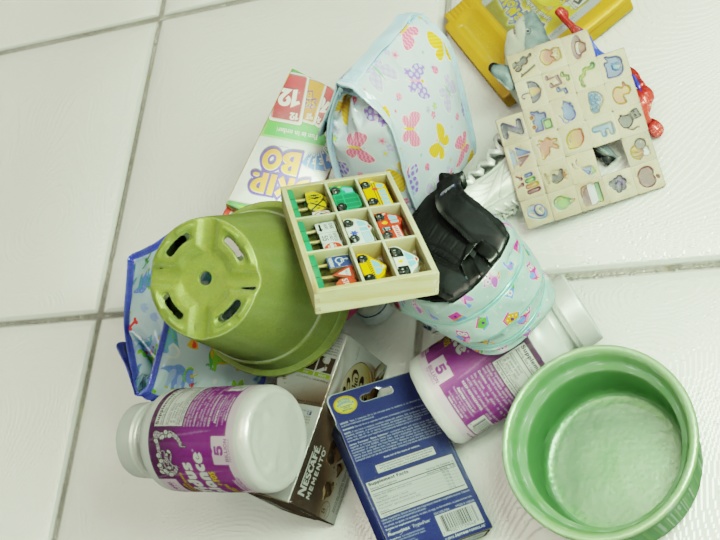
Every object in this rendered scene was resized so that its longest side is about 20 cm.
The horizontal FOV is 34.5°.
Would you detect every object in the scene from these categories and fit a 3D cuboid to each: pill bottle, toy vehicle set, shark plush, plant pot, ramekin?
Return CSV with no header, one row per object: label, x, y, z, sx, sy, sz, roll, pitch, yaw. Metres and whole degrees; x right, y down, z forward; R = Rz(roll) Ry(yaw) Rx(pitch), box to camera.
pill bottle,0.161,0.093,1.270,0.199,0.112,0.113,-34,55,8
toy vehicle set,-0.005,-0.033,1.184,0.123,0.027,0.201,-10,36,-9
shark plush,0.231,-0.209,1.371,0.083,0.091,0.201,-40,66,16
plant pot,-0.129,0.015,1.240,0.198,0.190,0.203,-1,86,16
pill bottle,-0.167,0.183,1.256,0.198,0.112,0.113,-7,63,34
ramekin,0.253,0.187,1.184,0.198,0.098,0.202,-12,62,23

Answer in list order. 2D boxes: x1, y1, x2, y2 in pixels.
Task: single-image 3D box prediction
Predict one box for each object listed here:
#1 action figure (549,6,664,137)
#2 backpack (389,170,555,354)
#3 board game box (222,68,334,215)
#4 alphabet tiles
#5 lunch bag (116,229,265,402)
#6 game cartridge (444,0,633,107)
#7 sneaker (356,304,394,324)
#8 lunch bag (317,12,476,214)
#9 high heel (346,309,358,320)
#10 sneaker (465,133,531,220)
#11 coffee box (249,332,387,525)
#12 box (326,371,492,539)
action figure,0.292,-0.230,1.387,0.065,0.052,0.201,-43,64,11
backpack,0.111,-0.001,1.216,0.167,0.126,0.200,-53,28,-2
board game box,-0.082,-0.130,1.374,0.095,0.030,0.202,25,83,-2
alphabet tiles,0.244,-0.169,1.345,0.165,0.008,0.202,-17,87,9
lunch bag,-0.200,0.080,1.423,0.127,0.169,0.202,-27,55,37
game cartridge,0.221,-0.331,1.493,0.199,0.032,0.177,-38,55,6
sneaker,0.003,-0.033,1.439,0.072,0.071,0.202,-15,62,20
lunch bag,0.039,-0.174,1.329,0.126,0.201,0.170,10,46,30
high heel,0.000,0.000,1.343,0.198,0.097,0.068,-11,40,-13
sneaker,0.162,-0.089,1.387,0.081,0.075,0.201,36,87,26
coffee box,-0.054,0.179,1.342,0.079,0.113,0.202,10,71,32
box,0.048,0.214,1.271,0.120,0.033,0.201,-14,62,-21
